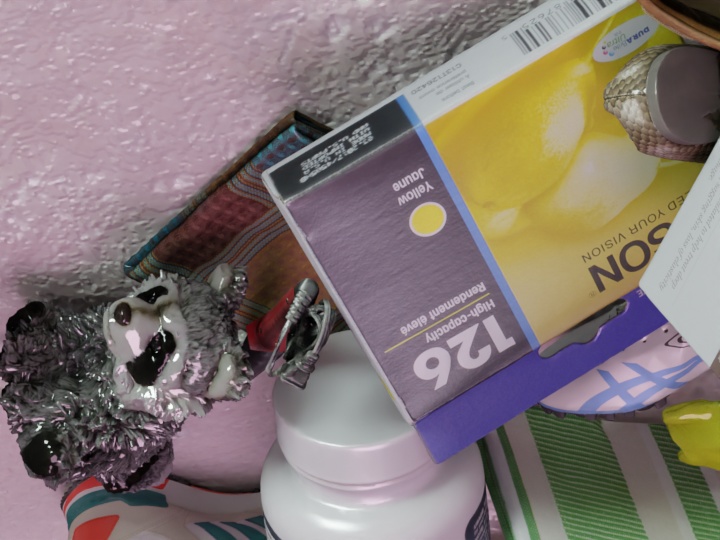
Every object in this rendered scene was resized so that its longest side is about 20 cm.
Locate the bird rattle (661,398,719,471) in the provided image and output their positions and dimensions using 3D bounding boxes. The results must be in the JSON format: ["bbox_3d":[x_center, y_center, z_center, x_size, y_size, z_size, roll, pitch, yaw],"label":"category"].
[{"bbox_3d":[0.261,0.060,1.300,0.200,0.163,0.113,-39,90,24],"label":"bird rattle"}]

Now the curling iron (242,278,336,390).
[{"bbox_3d":[-0.046,0.038,1.234,0.025,0.050,0.200,22,168,-10],"label":"curling iron"}]

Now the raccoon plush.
[{"bbox_3d":[-0.096,0.052,1.275,0.133,0.097,0.200,-15,170,14],"label":"raccoon plush"}]

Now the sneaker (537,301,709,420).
[{"bbox_3d":[0.174,0.018,1.282,0.199,0.072,0.073,-23,123,18],"label":"sneaker"}]

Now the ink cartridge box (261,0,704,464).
[{"bbox_3d":[0.083,-0.016,1.163,0.197,0.047,0.200,-32,122,-1],"label":"ink cartridge box"}]

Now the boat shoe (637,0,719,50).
[{"bbox_3d":[0.195,-0.108,1.067,0.199,0.074,0.076,19,134,-8],"label":"boat shoe"}]

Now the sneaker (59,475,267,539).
[{"bbox_3d":[-0.073,0.172,1.410,0.199,0.094,0.070,9,139,-18],"label":"sneaker"}]

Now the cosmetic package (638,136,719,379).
[{"bbox_3d":[0.236,-0.014,1.113,0.199,0.081,0.113,0,130,-38],"label":"cosmetic package"}]

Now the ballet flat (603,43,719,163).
[{"bbox_3d":[0.177,-0.069,1.127,0.046,0.068,0.199,-9,172,44],"label":"ballet flat"}]

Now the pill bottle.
[{"bbox_3d":[0.009,0.134,1.313,0.119,0.120,0.201,-7,129,0],"label":"pill bottle"}]

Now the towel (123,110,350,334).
[{"bbox_3d":[0.000,0.000,1.266,0.199,0.022,0.147,24,132,-33],"label":"towel"}]

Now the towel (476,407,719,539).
[{"bbox_3d":[0.166,0.133,1.356,0.199,0.153,0.023,8,122,-16],"label":"towel"}]
